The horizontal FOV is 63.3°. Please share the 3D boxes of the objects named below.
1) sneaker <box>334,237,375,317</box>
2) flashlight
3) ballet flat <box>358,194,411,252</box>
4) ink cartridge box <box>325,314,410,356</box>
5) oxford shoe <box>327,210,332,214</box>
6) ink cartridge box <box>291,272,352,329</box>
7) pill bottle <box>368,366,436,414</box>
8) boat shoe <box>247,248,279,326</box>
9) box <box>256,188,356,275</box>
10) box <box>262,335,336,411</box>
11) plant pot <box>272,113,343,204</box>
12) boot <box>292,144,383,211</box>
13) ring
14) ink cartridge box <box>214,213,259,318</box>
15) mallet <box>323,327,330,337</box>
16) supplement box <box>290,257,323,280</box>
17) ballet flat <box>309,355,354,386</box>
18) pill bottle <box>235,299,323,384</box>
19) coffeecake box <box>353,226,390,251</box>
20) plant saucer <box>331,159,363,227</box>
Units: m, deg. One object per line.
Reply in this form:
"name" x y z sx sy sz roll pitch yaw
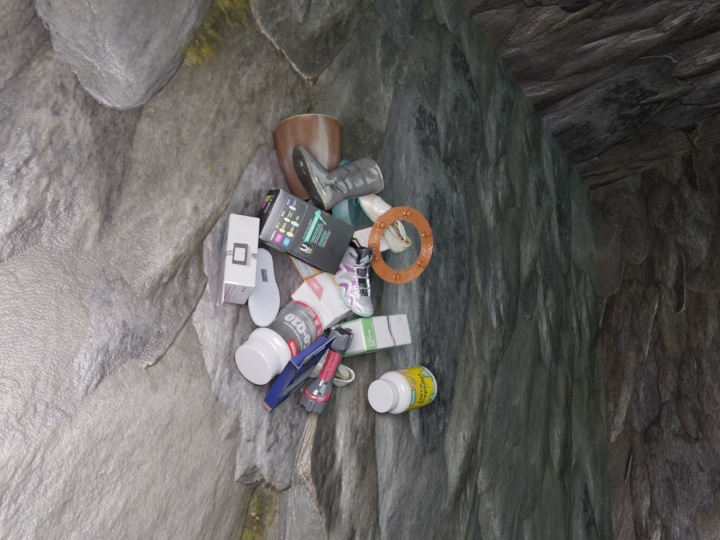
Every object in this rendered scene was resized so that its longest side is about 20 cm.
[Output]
"sneaker" 0.000 0.000 1.404 0.077 0.140 0.201 -5 56 -50
"flashlight" -0.079 0.228 1.350 0.067 0.202 0.068 17 13 -17
"ballet flat" 0.069 -0.138 1.534 0.201 0.062 0.068 54 42 -18
"ink cartridge box" 0.017 0.171 1.517 0.199 0.145 0.085 1 75 -50
"oxford shoe" -0.100 -0.147 1.576 0.199 0.071 0.072 16 64 -45
"ink cartridge box" -0.065 0.063 1.457 0.117 0.067 0.200 51 32 9
"pill bottle" 0.113 0.328 1.595 0.199 0.112 0.114 2 73 -51
"boat shoe" -0.229 0.046 1.316 0.069 0.066 0.201 5 53 -26
"box" -0.138 -0.090 1.359 0.199 0.148 0.125 26 86 -20
"box" -0.134 0.216 1.278 0.032 0.200 0.121 43 36 11
"plant pot" -0.125 -0.265 1.501 0.186 0.186 0.202 9 68 -49
"boot" -0.051 -0.245 1.419 0.199 0.072 0.183 -30 100 -29
"ring" 0.108 -0.064 1.514 0.199 0.019 0.203 -4 99 -27
"ink cartridge box" -0.266 -0.004 1.257 0.066 0.116 0.202 8 65 -20
"mallet" -0.103 0.103 1.495 0.041 0.066 0.201 44 30 -30
"supplement box" -0.153 -0.073 1.480 0.067 0.068 0.201 -45 113 -47
"ballet flat" -0.089 0.233 1.425 0.199 0.069 0.070 31 52 -39
"pill bottle" -0.179 0.159 1.306 0.200 0.113 0.115 -42 107 -51
"coffeecake box" -0.010 -0.064 1.581 0.199 0.153 0.074 -20 90 -53
"plant saucer" -0.025 -0.190 1.537 0.200 0.036 0.202 6 90 -72
